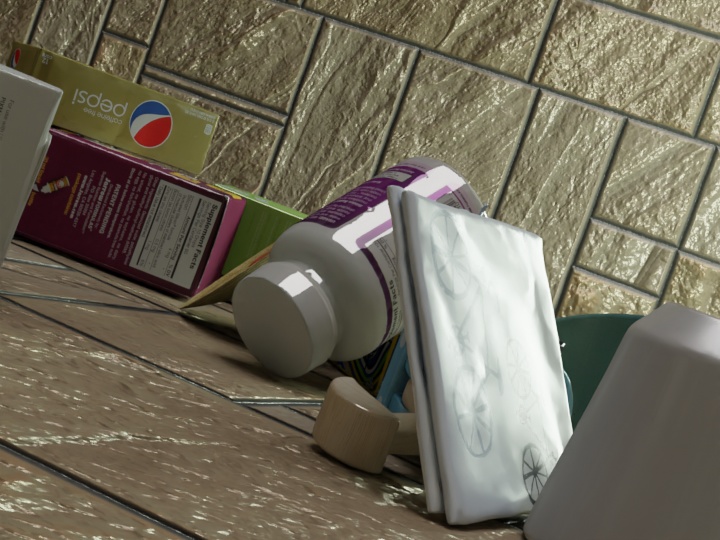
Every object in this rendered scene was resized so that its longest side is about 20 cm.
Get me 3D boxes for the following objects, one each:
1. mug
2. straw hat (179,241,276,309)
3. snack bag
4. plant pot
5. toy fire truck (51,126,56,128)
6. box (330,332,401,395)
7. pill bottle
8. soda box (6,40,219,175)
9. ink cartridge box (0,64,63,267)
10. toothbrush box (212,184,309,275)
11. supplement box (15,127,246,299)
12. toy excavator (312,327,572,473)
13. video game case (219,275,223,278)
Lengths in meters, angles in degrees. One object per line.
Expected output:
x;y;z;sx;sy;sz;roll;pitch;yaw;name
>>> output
0.175;0.098;0.913;0.149;0.154;0.186;17;4;-37;mug
-0.050;0.015;1.352;0.085;0.200;0.201;57;1;-4;straw hat
0.077;0.052;0.954;0.021;0.190;0.200;-14;-12;27;snack bag
0.265;0.113;1.470;0.199;0.142;0.141;13;-2;39;plant pot
-0.399;-0.146;1.944;0.175;0.130;0.200;20;-9;7;toy fire truck
0.021;0.063;1.364;0.070;0.065;0.200;19;3;-18;box
0.000;0.000;1.222;0.112;0.113;0.199;22;39;37;pill bottle
-0.239;-0.152;1.522;0.199;0.065;0.068;17;2;-36;soda box
-0.313;-0.088;1.061;0.199;0.146;0.145;19;3;-14;ink cartridge box
-0.064;-0.015;1.636;0.199;0.087;0.146;20;3;0;toothbrush box
-0.221;-0.055;1.497;0.199;0.104;0.131;21;2;2;supplement box
0.056;0.086;1.025;0.193;0.101;0.200;18;12;-15;toy excavator
-0.122;0.020;1.629;0.199;0.018;0.143;21;3;6;video game case
